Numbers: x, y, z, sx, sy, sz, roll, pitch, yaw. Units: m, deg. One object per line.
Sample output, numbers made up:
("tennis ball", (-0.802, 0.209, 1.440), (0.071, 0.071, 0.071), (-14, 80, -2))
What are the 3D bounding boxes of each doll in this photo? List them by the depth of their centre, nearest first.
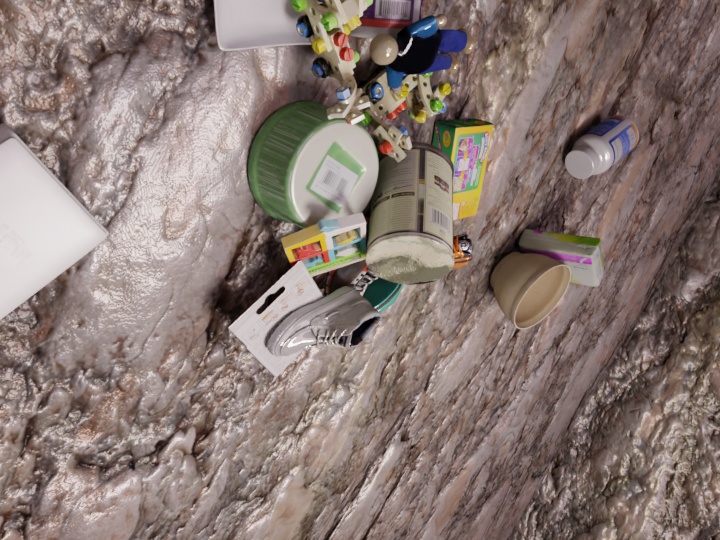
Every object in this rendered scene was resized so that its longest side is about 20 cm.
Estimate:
("doll", (0.086, -0.316, 0.760), (0.200, 0.048, 0.136), (-22, 161, -45))

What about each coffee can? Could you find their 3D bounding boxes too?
("coffee can", (0.088, -0.098, 0.895), (0.146, 0.146, 0.200), (47, 40, -47))

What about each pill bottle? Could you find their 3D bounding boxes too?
("pill bottle", (0.040, -0.443, 0.744), (0.111, 0.111, 0.200), (-18, 124, -36))
("pill bottle", (0.639, -0.325, 1.385), (0.200, 0.112, 0.112), (-35, 133, -24))

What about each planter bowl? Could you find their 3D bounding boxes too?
("planter bowl", (0.429, 0.035, 1.362), (0.200, 0.135, 0.200), (-22, 135, -25))

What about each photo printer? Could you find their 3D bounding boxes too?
("photo printer", (-0.416, -0.038, 0.574), (0.200, 0.069, 0.166), (-43, 136, -17))

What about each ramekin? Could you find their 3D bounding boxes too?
("ramekin", (-0.065, -0.156, 0.818), (0.200, 0.098, 0.200), (-23, 127, -34))

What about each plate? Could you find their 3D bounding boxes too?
("plate", (-0.113, -0.403, 0.682), (0.199, 0.032, 0.200), (-21, 126, -33))

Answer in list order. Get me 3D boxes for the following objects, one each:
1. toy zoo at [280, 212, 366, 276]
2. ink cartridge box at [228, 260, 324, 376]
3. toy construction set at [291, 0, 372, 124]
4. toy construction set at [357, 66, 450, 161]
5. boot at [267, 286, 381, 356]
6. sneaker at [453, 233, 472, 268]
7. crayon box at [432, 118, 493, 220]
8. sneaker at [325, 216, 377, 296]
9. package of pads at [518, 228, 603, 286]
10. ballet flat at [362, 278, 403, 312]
("toy zoo", (-0.055, -0.039, 0.842), (0.131, 0.020, 0.200), (-19, 163, -4))
("ink cartridge box", (-0.138, 0.079, 0.901), (0.161, 0.050, 0.200), (-45, 145, -14))
("toy construction set", (-0.028, -0.303, 0.699), (0.092, 0.131, 0.200), (-31, 133, -28))
("toy construction set", (0.067, -0.272, 0.865), (0.131, 0.092, 0.200), (54, 53, -27))
("boot", (-0.055, 0.103, 0.896), (0.200, 0.096, 0.074), (-33, 142, -29))
("sneaker", (0.172, -0.063, 1.063), (0.112, 0.078, 0.200), (-8, 155, 7))
("crayon box", (0.200, -0.206, 1.073), (0.119, 0.058, 0.200), (-16, 123, -37))
("sneaker", (0.000, 0.000, 0.982), (0.077, 0.082, 0.200), (9, 107, -46))
("package of pads", (0.539, -0.033, 1.390), (0.068, 0.200, 0.155), (-61, 141, -20))
("ballet flat", (0.067, 0.020, 1.043), (0.200, 0.067, 0.070), (-61, 145, -25))
